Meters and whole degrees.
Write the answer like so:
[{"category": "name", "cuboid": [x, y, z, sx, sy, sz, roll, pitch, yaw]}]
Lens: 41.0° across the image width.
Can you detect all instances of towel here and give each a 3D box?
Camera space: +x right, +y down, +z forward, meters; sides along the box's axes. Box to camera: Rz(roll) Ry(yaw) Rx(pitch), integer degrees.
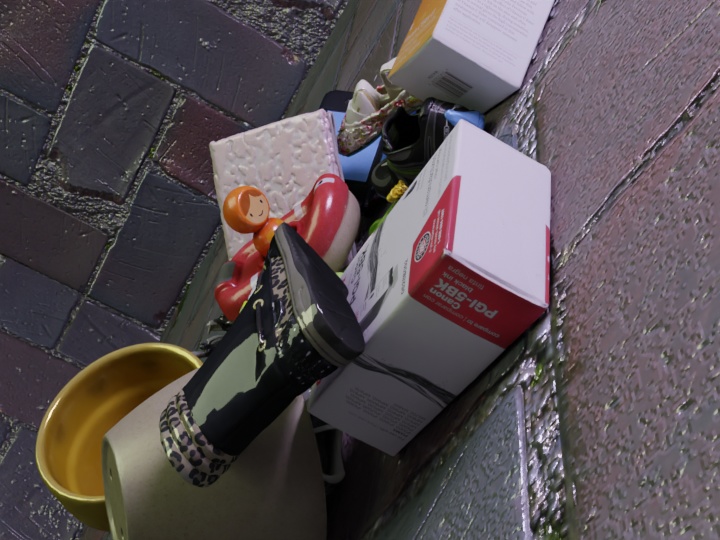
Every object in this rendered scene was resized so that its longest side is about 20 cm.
[{"category": "towel", "cuboid": [-0.096, -0.079, 1.177, 0.189, 0.032, 0.203, -11, 88, 33]}]

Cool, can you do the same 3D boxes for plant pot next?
[{"category": "plant pot", "cuboid": [-0.226, 0.217, 1.065, 0.190, 0.198, 0.202, 71, -154, -43]}]

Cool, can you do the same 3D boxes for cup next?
[{"category": "cup", "cuboid": [-0.129, 0.171, 0.777, 0.200, 0.141, 0.203, -151, 57, -60]}]

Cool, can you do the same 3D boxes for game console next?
[{"category": "game console", "cuboid": [0.004, -0.181, 1.205, 0.119, 0.170, 0.202, 81, -158, -53]}]

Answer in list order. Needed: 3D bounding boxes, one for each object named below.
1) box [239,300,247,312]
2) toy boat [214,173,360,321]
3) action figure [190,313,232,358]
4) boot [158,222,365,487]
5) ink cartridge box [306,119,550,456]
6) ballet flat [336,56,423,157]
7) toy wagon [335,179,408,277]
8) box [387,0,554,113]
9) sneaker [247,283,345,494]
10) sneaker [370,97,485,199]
[{"category": "box", "cuboid": [-0.114, 0.150, 1.029, 0.123, 0.047, 0.202, -78, -8, -52]}, {"category": "toy boat", "cuboid": [-0.098, -0.040, 1.064, 0.199, 0.131, 0.131, -34, 26, 21]}, {"category": "action figure", "cuboid": [-0.162, 0.123, 1.167, 0.119, 0.100, 0.203, -164, 74, -74]}, {"category": "boot", "cuboid": [-0.080, 0.054, 0.704, 0.154, 0.073, 0.204, -44, 21, 7]}, {"category": "ink cartridge box", "cuboid": [0.048, 0.017, 0.702, 0.200, 0.082, 0.148, -52, 18, 40]}, {"category": "ballet flat", "cuboid": [0.033, -0.206, 1.113, 0.199, 0.064, 0.076, -31, 34, 30]}, {"category": "toy wagon", "cuboid": [0.000, 0.000, 0.960, 0.201, 0.039, 0.155, -55, -1, 31]}, {"category": "box", "cuboid": [0.122, -0.264, 0.933, 0.202, 0.097, 0.124, -66, 13, -15]}, {"category": "sneaker", "cuboid": [-0.050, 0.096, 0.850, 0.080, 0.075, 0.203, -29, 70, 61]}, {"category": "sneaker", "cuboid": [0.054, -0.126, 0.964, 0.072, 0.082, 0.199, -67, 13, -18]}]
